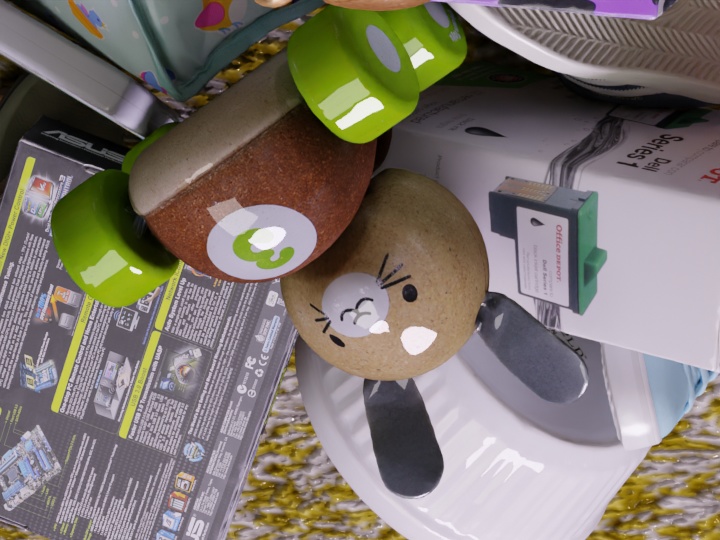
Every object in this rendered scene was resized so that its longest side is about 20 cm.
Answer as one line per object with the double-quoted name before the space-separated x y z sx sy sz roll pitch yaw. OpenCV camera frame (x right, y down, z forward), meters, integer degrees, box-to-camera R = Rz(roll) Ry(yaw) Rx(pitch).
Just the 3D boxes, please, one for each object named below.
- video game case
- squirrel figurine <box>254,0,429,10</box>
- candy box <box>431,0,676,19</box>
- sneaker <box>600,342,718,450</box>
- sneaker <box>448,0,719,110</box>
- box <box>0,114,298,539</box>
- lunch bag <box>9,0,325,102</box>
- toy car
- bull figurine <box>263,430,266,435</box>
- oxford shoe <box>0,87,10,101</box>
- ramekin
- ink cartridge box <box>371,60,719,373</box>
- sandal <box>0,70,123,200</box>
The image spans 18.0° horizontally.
"video game case" -0.169 -0.114 1.093 0.199 0.022 0.182 31 179 13
"squirrel figurine" -0.020 -0.188 0.805 0.199 0.141 0.188 6 110 30
"candy box" 0.045 -0.207 0.880 0.166 0.072 0.202 6 105 14
"sneaker" 0.171 0.021 1.138 0.081 0.200 0.074 -10 114 21
"sneaker" 0.097 -0.114 1.043 0.199 0.076 0.084 18 166 -32
"box" -0.119 0.044 1.142 0.159 0.044 0.201 20 110 1
"lunch bag" -0.117 -0.194 0.971 0.170 0.122 0.201 33 154 44
"toy car" 0.000 0.000 0.979 0.164 0.158 0.201 -33 96 24
"bull figurine" -0.084 0.030 1.246 0.065 0.122 0.199 -5 174 44
"oxford shoe" -0.164 -0.023 1.302 0.071 0.072 0.201 1 140 23
"ramekin" 0.072 0.051 1.209 0.202 0.203 0.094 29 132 -17
"ink cartridge box" 0.109 -0.031 1.071 0.199 0.146 0.085 13 111 27
"sandal" -0.172 -0.018 1.208 0.080 0.202 0.057 28 165 -34
